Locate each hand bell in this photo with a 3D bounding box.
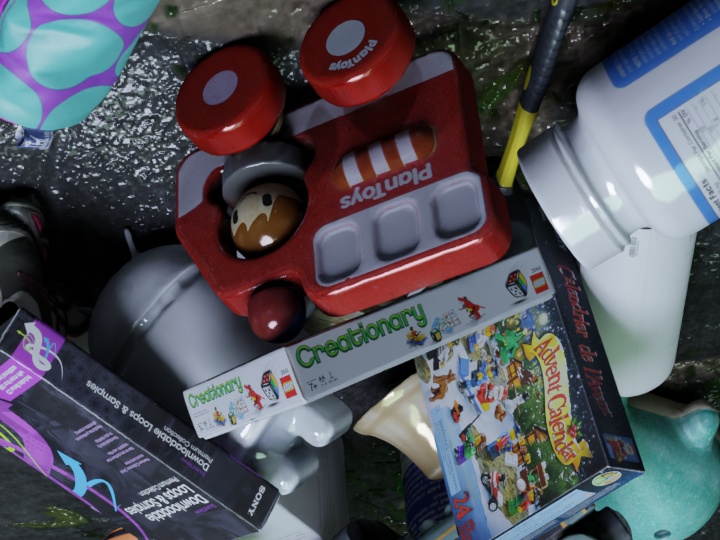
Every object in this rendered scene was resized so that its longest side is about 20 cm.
[{"bbox_3d":[0.093,0.168,1.030,0.104,0.201,0.104,-35,169,-8],"label":"hand bell"}]

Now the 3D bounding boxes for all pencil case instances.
[{"bbox_3d":[-0.142,-0.157,0.695,0.092,0.086,0.200,-12,152,-41],"label":"pencil case"}]

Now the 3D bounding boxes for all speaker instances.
[{"bbox_3d":[0.185,0.002,0.942,0.080,0.082,0.201,-7,143,2],"label":"speaker"}]

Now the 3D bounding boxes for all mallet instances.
[{"bbox_3d":[0.102,-0.087,0.831,0.041,0.066,0.201,1,142,-13],"label":"mallet"}]

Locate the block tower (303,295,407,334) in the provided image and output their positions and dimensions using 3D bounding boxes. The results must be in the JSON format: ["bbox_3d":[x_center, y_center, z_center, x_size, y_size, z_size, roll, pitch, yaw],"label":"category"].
[{"bbox_3d":[0.000,0.000,0.941,0.053,0.058,0.200,15,140,-25],"label":"block tower"}]

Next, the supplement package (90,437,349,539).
[{"bbox_3d":[-0.104,0.155,1.074,0.116,0.118,0.200,-20,141,19],"label":"supplement package"}]

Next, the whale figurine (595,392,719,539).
[{"bbox_3d":[0.222,0.157,1.128,0.158,0.105,0.200,-24,139,23],"label":"whale figurine"}]

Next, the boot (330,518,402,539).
[{"bbox_3d":[-0.061,0.251,1.054,0.164,0.066,0.199,25,134,-33],"label":"boot"}]

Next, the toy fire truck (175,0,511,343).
[{"bbox_3d":[-0.018,-0.047,0.784,0.198,0.169,0.112,-20,140,18],"label":"toy fire truck"}]

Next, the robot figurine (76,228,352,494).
[{"bbox_3d":[-0.101,0.062,0.921,0.170,0.199,0.113,-52,171,7],"label":"robot figurine"}]

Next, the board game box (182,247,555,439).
[{"bbox_3d":[0.006,0.043,0.826,0.199,0.035,0.126,-20,176,-37],"label":"board game box"}]

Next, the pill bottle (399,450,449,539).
[{"bbox_3d":[0.097,0.218,1.112,0.118,0.202,0.120,-3,142,-2],"label":"pill bottle"}]

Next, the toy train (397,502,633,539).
[{"bbox_3d":[0.090,0.212,0.960,0.199,0.114,0.085,-36,164,-1],"label":"toy train"}]

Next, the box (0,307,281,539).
[{"bbox_3d":[-0.164,0.111,0.877,0.199,0.036,0.143,37,147,-17],"label":"box"}]

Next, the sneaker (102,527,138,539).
[{"bbox_3d":[-0.117,0.271,0.995,0.111,0.078,0.202,-26,95,18],"label":"sneaker"}]

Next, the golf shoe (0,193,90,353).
[{"bbox_3d":[-0.233,0.037,0.933,0.076,0.089,0.201,-5,143,4],"label":"golf shoe"}]

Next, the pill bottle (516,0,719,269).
[{"bbox_3d":[0.191,-0.089,0.776,0.199,0.113,0.112,-32,136,16],"label":"pill bottle"}]

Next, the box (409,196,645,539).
[{"bbox_3d":[0.101,0.072,0.923,0.037,0.202,0.136,13,140,-37],"label":"box"}]
